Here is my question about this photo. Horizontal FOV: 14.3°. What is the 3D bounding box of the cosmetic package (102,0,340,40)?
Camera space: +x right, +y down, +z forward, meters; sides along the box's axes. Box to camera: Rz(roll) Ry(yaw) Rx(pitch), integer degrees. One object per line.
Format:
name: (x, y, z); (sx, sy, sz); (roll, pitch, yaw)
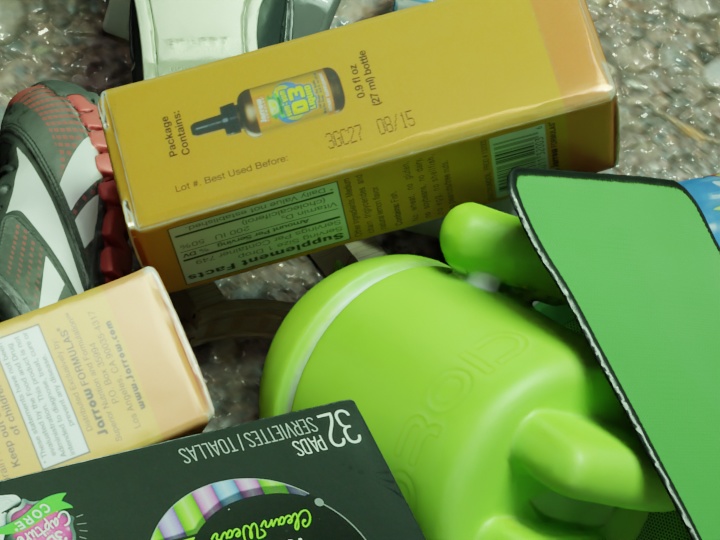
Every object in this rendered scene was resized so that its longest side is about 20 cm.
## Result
cosmetic package: (-0.042, -0.181, 1.380); (0.101, 0.071, 0.200); (21, 45, -2)

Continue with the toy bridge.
toy bridge: (0.000, 0.000, 1.264); (0.199, 0.027, 0.067); (-20, 60, -35)

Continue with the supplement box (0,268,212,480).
supplement box: (-0.160, 0.067, 1.063); (0.199, 0.067, 0.069); (-22, 81, -16)

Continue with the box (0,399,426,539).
box: (-0.075, 0.155, 1.026); (0.199, 0.124, 0.149); (-12, 59, -30)

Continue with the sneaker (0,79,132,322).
sneaker: (-0.138, -0.002, 1.183); (0.097, 0.071, 0.201); (4, 50, -21)

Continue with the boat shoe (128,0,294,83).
boat shoe: (-0.065, -0.105, 1.251); (0.074, 0.066, 0.200); (-1, 65, -8)

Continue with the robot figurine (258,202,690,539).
robot figurine: (0.038, 0.064, 1.129); (0.115, 0.176, 0.200); (9, 13, -41)

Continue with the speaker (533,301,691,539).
speaker: (0.127, 0.084, 1.199); (0.088, 0.089, 0.200); (-22, 61, -35)

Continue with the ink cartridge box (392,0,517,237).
ink cartridge box: (0.060, -0.113, 1.298); (0.066, 0.116, 0.200); (12, 34, 7)

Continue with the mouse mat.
mouse mat: (0.136, 0.047, 1.119); (0.161, 0.008, 0.201); (2, 56, -57)

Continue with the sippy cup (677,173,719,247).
sippy cup: (0.198, 0.009, 1.270); (0.130, 0.178, 0.140); (-1, 78, -7)

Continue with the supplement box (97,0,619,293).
supplement box: (0.000, -0.056, 1.147); (0.199, 0.069, 0.067); (-14, 63, -3)
